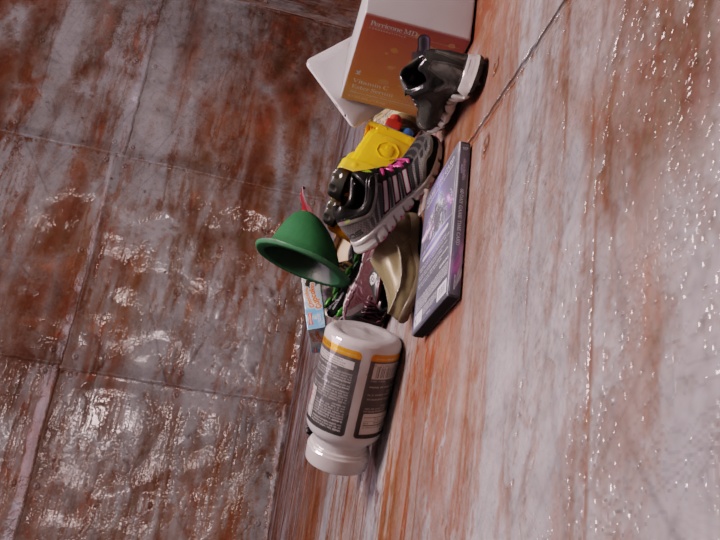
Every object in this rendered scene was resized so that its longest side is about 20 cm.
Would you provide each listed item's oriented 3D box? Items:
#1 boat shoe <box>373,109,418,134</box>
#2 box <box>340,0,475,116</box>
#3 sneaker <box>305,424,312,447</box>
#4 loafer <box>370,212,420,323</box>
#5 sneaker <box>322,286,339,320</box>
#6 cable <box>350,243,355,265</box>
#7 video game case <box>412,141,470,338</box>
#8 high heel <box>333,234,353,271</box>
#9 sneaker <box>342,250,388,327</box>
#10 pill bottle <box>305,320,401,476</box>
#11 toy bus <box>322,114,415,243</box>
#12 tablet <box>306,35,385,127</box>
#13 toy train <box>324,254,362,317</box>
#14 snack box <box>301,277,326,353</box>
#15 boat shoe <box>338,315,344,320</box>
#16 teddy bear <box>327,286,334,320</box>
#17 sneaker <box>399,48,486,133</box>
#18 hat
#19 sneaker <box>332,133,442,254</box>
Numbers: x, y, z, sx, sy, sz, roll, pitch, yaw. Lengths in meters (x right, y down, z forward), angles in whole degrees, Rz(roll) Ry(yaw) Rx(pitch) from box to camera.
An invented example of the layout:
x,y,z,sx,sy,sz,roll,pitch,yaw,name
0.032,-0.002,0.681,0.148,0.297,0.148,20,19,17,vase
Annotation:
x,y,z,sx,sy,sz,roll,pitch,yaw,name
0.065,-0.270,1.290,0.200,0.073,0.063,171,116,-71,boat shoe
0.065,-0.335,1.037,0.200,0.151,0.107,118,163,-67,box
-0.026,0.212,1.144,0.070,0.098,0.202,-3,65,42,sneaker
0.048,-0.008,1.008,0.201,0.067,0.076,-87,11,-47,loafer
-0.032,0.061,1.395,0.200,0.099,0.076,120,162,-65,sneaker
0.015,-0.071,1.381,0.200,0.050,0.165,61,-148,-80,cable
0.098,-0.035,0.860,0.143,0.019,0.202,117,163,-64,video game case
-0.048,-0.049,1.429,0.200,0.071,0.144,-20,-83,-68,high heel
0.021,0.053,1.116,0.116,0.075,0.202,-106,24,-58,sneaker
-0.015,0.182,1.020,0.116,0.115,0.202,-115,37,-78,pill bottle
0.031,-0.155,1.178,0.200,0.135,0.193,109,-177,-61,toy bus
0.018,-0.326,1.152,0.200,0.131,0.014,-38,3,-31,tablet
0.000,0.000,1.279,0.201,0.042,0.056,-57,-14,8,toy train
-0.091,0.042,1.339,0.116,0.037,0.202,88,174,-62,snack box
-0.036,0.132,1.289,0.093,0.075,0.201,-40,-16,-32,boat shoe
-0.052,0.058,1.683,0.200,0.066,0.147,176,102,-83,teddy bear
0.090,-0.239,0.924,0.200,0.090,0.067,145,142,-79,sneaker
-0.076,-0.087,1.202,0.177,0.198,0.166,-67,-26,-16,hat
0.034,-0.122,0.982,0.200,0.087,0.074,-51,24,-5,sneaker
